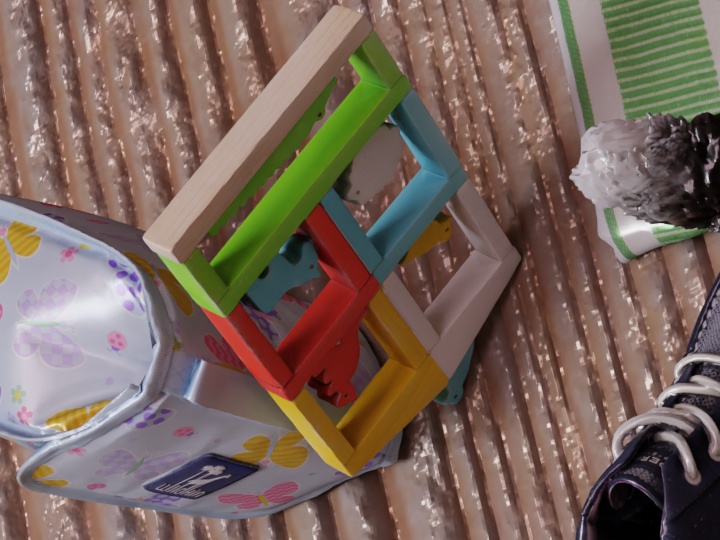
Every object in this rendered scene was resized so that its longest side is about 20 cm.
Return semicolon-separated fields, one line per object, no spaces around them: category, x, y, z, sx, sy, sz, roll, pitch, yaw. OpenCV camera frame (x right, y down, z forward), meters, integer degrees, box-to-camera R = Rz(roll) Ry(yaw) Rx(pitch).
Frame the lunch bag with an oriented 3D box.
lunch bag;-0.101;0.047;1.067;0.199;0.169;0.128;15;89;42

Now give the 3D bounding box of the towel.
towel;0.173;-0.102;0.959;0.199;0.023;0.154;-24;65;34

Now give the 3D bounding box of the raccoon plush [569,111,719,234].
raccoon plush;0.176;0.023;0.833;0.198;0.097;0.135;0;61;0

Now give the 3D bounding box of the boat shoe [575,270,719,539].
boat shoe;0.142;0.064;0.896;0.074;0.092;0.201;6;84;42

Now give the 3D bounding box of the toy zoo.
toy zoo;0.000;0.000;0.980;0.020;0.200;0.131;23;68;43
